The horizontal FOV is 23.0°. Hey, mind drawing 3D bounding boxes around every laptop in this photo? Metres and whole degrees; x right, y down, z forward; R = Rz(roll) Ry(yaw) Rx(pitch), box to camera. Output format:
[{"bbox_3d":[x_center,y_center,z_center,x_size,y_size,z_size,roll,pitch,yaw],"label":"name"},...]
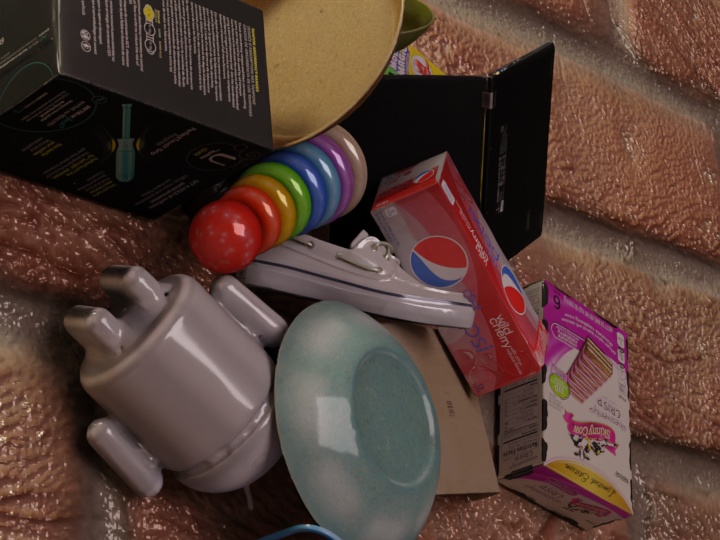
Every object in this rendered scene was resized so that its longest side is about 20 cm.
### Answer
[{"bbox_3d":[0.074,-0.097,1.555,0.200,0.115,0.188,-33,131,-52],"label":"laptop"}]

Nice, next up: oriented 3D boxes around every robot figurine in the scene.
[{"bbox_3d":[-0.125,0.083,1.294,0.170,0.113,0.200,-48,111,-15],"label":"robot figurine"}]

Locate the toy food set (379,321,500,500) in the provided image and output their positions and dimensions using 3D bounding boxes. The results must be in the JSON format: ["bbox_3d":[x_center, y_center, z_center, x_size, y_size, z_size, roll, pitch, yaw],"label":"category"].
[{"bbox_3d":[0.050,0.125,1.493,0.200,0.060,0.144,12,63,-64],"label":"toy food set"}]

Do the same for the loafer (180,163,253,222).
[{"bbox_3d":[-0.125,-0.121,1.452,0.071,0.073,0.201,30,43,-21],"label":"loafer"}]

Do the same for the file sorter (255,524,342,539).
[{"bbox_3d":[-0.054,0.301,1.248,0.139,0.122,0.201,41,44,-25],"label":"file sorter"}]

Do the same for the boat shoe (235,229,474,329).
[{"bbox_3d":[0.000,0.000,1.440,0.199,0.074,0.067,12,87,-6],"label":"boat shoe"}]

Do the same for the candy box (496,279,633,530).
[{"bbox_3d":[0.195,0.127,1.679,0.136,0.061,0.201,30,50,-36],"label":"candy box"}]

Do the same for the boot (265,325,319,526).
[{"bbox_3d":[-0.012,0.131,1.429,0.097,0.075,0.201,-21,84,-49],"label":"boot"}]

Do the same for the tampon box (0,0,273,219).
[{"bbox_3d":[-0.188,-0.142,1.317,0.199,0.150,0.127,18,58,-43],"label":"tampon box"}]

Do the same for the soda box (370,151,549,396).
[{"bbox_3d":[0.086,0.005,1.499,0.201,0.070,0.064,59,22,-21],"label":"soda box"}]

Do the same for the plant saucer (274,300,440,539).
[{"bbox_3d":[0.012,0.115,1.329,0.201,0.039,0.202,30,51,-46],"label":"plant saucer"}]

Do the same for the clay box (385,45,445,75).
[{"bbox_3d":[0.075,-0.125,1.692,0.200,0.047,0.115,36,47,-30],"label":"clay box"}]

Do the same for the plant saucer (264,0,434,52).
[{"bbox_3d":[-0.035,-0.222,1.543,0.200,0.199,0.031,-25,130,-52],"label":"plant saucer"}]

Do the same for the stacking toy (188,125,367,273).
[{"bbox_3d":[-0.068,-0.048,1.356,0.086,0.085,0.200,58,32,-8],"label":"stacking toy"}]

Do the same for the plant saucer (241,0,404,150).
[{"bbox_3d":[-0.043,-0.176,1.388,0.035,0.199,0.201,38,43,-49],"label":"plant saucer"}]
